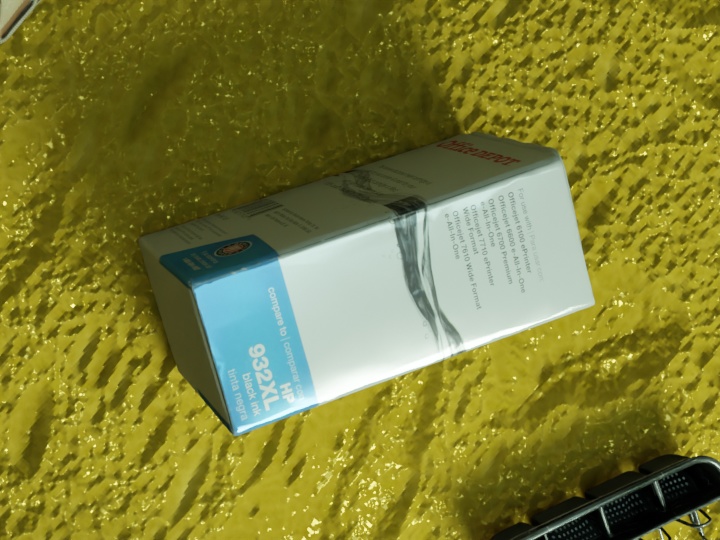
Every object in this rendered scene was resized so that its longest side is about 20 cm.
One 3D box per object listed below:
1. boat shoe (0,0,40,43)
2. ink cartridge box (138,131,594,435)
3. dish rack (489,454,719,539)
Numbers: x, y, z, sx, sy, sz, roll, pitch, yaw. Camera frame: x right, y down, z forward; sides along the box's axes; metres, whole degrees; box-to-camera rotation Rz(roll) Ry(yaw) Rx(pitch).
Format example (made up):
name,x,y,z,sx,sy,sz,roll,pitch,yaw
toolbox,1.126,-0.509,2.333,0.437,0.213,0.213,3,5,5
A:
name,x,y,z,sx,sy,sz,roll,pitch,yaw
boat shoe,-0.189,-0.149,0.872,0.076,0.072,0.200,34,88,-19
ink cartridge box,0.000,0.000,0.913,0.199,0.145,0.084,-19,104,-13
dish rack,0.165,0.218,1.044,0.153,0.055,0.201,-23,104,-12
